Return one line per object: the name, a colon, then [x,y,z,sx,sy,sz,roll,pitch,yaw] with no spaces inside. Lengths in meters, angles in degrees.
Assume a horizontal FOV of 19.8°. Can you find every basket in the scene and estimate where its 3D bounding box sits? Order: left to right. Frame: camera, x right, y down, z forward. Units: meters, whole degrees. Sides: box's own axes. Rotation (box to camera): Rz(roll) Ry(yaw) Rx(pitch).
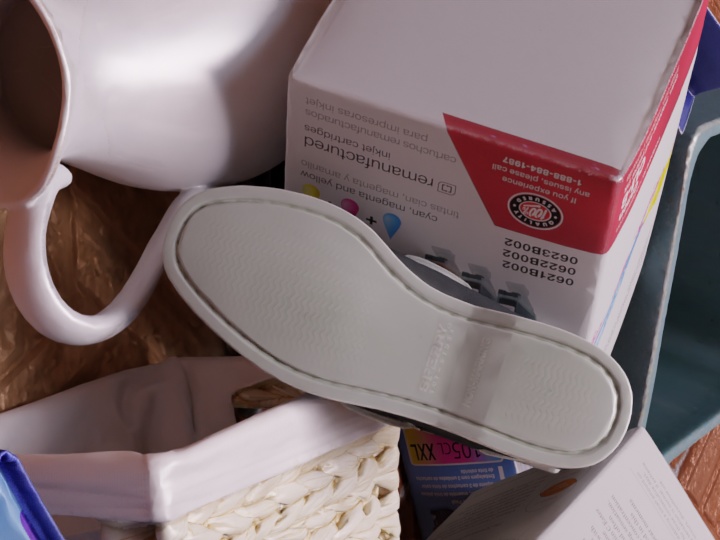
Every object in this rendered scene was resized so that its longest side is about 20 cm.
basket: [-0.077,0.113,0.859,0.200,0.135,0.124,-20,106,-60]

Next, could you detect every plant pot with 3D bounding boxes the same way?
plant pot: [0.118,-0.027,1.144,0.196,0.200,0.197,-23,126,-54]

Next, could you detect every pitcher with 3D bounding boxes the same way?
pitcher: [-0.090,-0.065,0.877,0.200,0.121,0.172,-17,96,-53]

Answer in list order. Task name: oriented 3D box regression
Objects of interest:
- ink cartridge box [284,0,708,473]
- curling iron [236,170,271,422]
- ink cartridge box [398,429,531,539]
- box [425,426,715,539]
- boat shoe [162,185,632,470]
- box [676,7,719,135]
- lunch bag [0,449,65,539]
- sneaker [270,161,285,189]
ink cartridge box: [0.055,-0.038,0.918,0.200,0.145,0.145,94,18,-49]
curling iron: [-0.045,0.021,1.039,0.049,0.026,0.201,-6,87,-24]
ink cartridge box: [0.098,0.147,1.238,0.136,0.076,0.201,-40,119,-56]
box: [0.067,0.175,0.957,0.200,0.124,0.098,-37,97,-46]
boat shoe: [0.012,0.029,0.839,0.076,0.200,0.060,-61,178,-7]
box: [0.071,-0.100,0.985,0.121,0.200,0.032,48,46,-28]
lunch bag: [-0.144,0.157,0.707,0.200,0.150,0.094,58,39,-41]
sneaker: [0.000,0.000,1.083,0.093,0.070,0.200,-14,96,-55]
